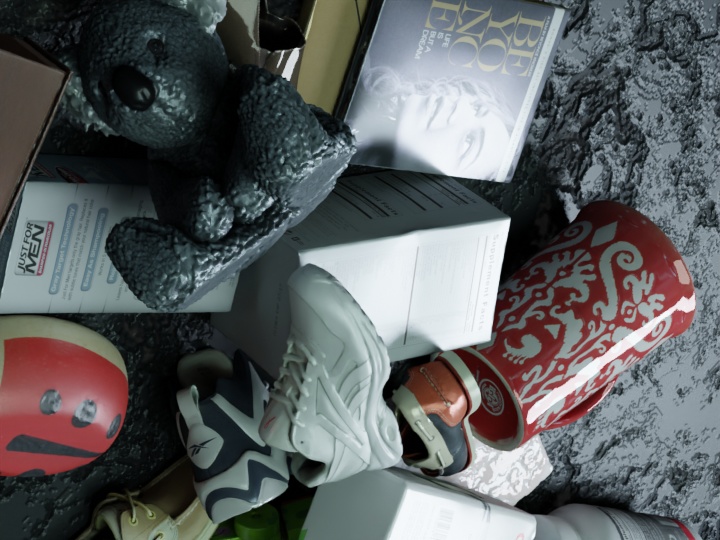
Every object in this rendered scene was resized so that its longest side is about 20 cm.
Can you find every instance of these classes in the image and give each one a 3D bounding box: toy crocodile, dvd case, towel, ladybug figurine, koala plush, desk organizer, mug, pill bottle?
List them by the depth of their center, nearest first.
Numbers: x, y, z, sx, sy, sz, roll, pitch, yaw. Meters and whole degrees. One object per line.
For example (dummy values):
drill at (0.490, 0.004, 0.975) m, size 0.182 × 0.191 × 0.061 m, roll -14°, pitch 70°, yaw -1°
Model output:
desk organizer at (-0.275, -0.063, 1.460) m, size 0.077 × 0.072 × 0.201 m, roll 17°, pitch 102°, yaw -40°
koala plush at (-0.117, -0.106, 1.478) m, size 0.177 × 0.200 × 0.184 m, roll -44°, pitch 175°, yaw 20°
ladybug figurine at (-0.239, 0.096, 1.554) m, size 0.199 × 0.072 × 0.136 m, roll 11°, pitch 130°, yaw -47°
dvd case at (0.069, -0.146, 1.699) m, size 0.199 × 0.016 × 0.150 m, roll 4°, pitch 111°, yaw -43°
toy crocodile at (-0.052, 0.212, 1.791) m, size 0.198 × 0.062 × 0.068 m, roll -11°, pitch 121°, yaw -10°
mug at (0.170, 0.068, 1.817) m, size 0.200 × 0.133 × 0.179 m, roll -36°, pitch 116°, yaw -29°
towel at (0.068, 0.171, 1.894) m, size 0.199 × 0.032 × 0.192 m, roll -37°, pitch 132°, yaw -16°
pill bottle at (0.222, 0.273, 2.019) m, size 0.199 × 0.111 × 0.111 m, roll 13°, pitch 106°, yaw -42°

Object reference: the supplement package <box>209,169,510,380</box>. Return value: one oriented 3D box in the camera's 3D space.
supplement package at (0.000, 0.000, 1.688) m, size 0.199 × 0.109 × 0.115 m, roll -9°, pitch 120°, yaw -34°

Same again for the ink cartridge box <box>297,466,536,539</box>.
ink cartridge box at (0.037, 0.236, 1.740) m, size 0.199 × 0.084 × 0.147 m, roll 22°, pitch 88°, yaw -52°

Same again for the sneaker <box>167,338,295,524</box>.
sneaker at (-0.085, 0.104, 1.702) m, size 0.199 × 0.079 × 0.130 m, roll -29°, pitch 95°, yaw -58°

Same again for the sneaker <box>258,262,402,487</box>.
sneaker at (-0.031, 0.086, 1.586) m, size 0.099 × 0.078 × 0.201 m, roll -28°, pitch 130°, yaw -17°

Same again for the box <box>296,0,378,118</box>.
box at (0.026, -0.205, 1.656) m, size 0.162 × 0.021 × 0.202 m, roll 2°, pitch 112°, yaw -39°

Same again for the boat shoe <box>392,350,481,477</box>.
boat shoe at (0.053, 0.125, 1.751) m, size 0.062 × 0.071 × 0.200 m, roll -35°, pitch 163°, yaw -15°

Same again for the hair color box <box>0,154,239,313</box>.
hair color box at (-0.176, -0.025, 1.568) m, size 0.199 × 0.061 × 0.100 m, roll 0°, pitch 113°, yaw -39°

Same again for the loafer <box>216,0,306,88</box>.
loafer at (-0.071, -0.143, 1.560) m, size 0.070 × 0.073 × 0.201 m, roll -10°, pitch 129°, yaw 11°

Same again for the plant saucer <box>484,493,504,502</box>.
plant saucer at (0.066, 0.283, 1.887) m, size 0.199 × 0.036 × 0.202 m, roll -21°, pitch 119°, yaw -43°

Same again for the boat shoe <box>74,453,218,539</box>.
boat shoe at (-0.178, 0.207, 1.687) m, size 0.200 × 0.074 × 0.067 m, roll -48°, pitch 127°, yaw -17°
